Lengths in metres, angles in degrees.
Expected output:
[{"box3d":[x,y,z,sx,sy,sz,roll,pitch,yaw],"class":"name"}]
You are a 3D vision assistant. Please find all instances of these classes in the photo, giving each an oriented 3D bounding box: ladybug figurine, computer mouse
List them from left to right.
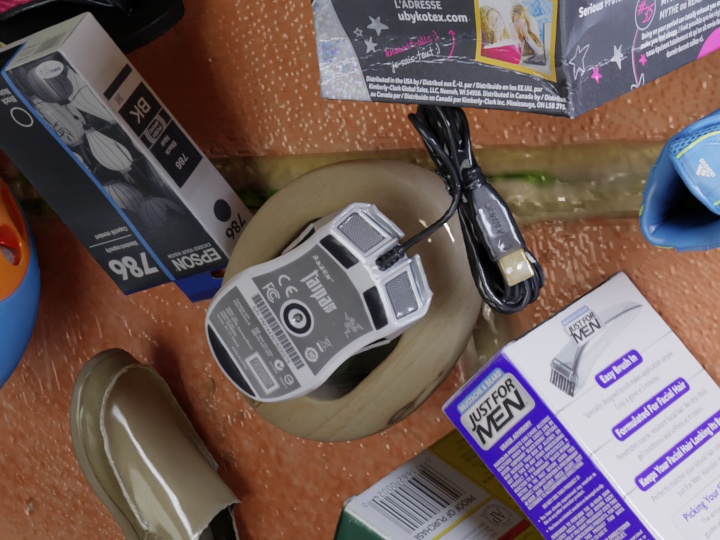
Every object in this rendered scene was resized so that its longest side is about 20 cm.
[{"box3d":[-0.001,0.014,1.092,0.136,0.072,0.200,54,132,6],"class":"ladybug figurine"},{"box3d":[0.000,0.000,1.010,0.200,0.044,0.110,-31,93,37],"class":"computer mouse"}]

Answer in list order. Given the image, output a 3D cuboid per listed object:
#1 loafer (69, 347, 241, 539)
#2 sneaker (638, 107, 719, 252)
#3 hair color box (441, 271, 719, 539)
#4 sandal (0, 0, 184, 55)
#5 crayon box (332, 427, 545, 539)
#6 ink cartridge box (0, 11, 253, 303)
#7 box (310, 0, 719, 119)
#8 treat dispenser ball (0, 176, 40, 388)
[{"box3d":[-0.112,0.137,1.243,0.067,0.076,0.201,-4,116,40],"class":"loafer"},{"box3d":[0.196,-0.061,0.873,0.076,0.105,0.200,53,133,8],"class":"sneaker"},{"box3d":[0.145,0.109,0.988,0.200,0.109,0.065,52,134,9],"class":"hair color box"},{"box3d":[-0.186,-0.160,1.163,0.200,0.075,0.045,17,136,37],"class":"sandal"},{"box3d":[0.098,0.165,1.040,0.200,0.127,0.051,33,128,25],"class":"crayon box"},{"box3d":[-0.128,-0.048,1.140,0.099,0.039,0.200,-15,124,43],"class":"ink cartridge box"},{"box3d":[0.083,-0.147,0.863,0.132,0.200,0.115,8,112,37],"class":"box"},{"box3d":[-0.296,0.007,1.245,0.200,0.201,0.202,17,119,33],"class":"treat dispenser ball"}]
